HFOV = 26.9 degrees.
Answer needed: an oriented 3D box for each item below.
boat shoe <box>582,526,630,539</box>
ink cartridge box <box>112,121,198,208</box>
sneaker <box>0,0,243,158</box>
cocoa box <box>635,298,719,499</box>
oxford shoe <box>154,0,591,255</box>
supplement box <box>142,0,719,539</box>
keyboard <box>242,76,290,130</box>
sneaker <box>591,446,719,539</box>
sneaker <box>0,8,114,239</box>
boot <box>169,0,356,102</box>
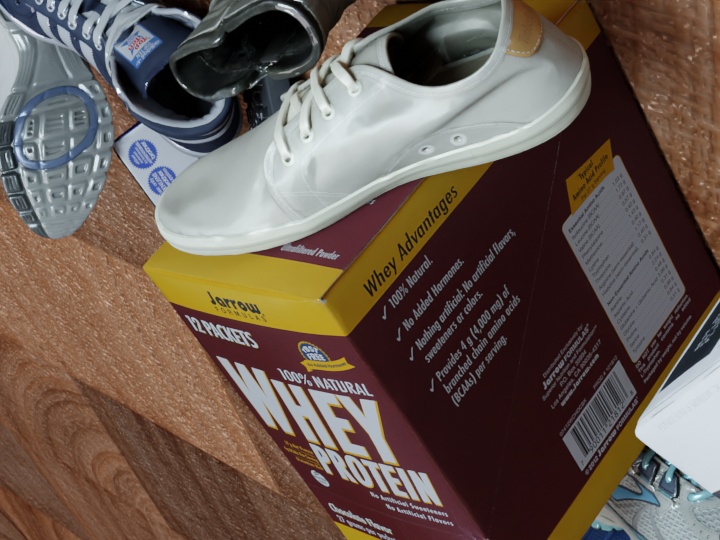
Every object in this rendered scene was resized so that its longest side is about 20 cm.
[{"bbox_3d":[0.131,0.173,0.956,0.199,0.072,0.073,30,161,46],"label":"boat shoe"},{"bbox_3d":[-0.090,-0.015,1.002,0.201,0.044,0.094,54,176,-10],"label":"ink cartridge box"},{"bbox_3d":[-0.146,-0.144,0.862,0.200,0.070,0.108,41,178,-4],"label":"sneaker"},{"bbox_3d":[0.205,0.000,0.463,0.131,0.200,0.134,38,155,4],"label":"cocoa box"},{"bbox_3d":[-0.005,-0.062,0.613,0.198,0.076,0.058,-19,133,25],"label":"oxford shoe"},{"bbox_3d":[0.045,0.010,0.721,0.132,0.198,0.201,9,140,49],"label":"supplement box"},{"bbox_3d":[-0.047,-0.028,0.855,0.104,0.039,0.202,130,129,-65],"label":"keyboard"},{"bbox_3d":[0.151,0.099,0.766,0.087,0.077,0.200,64,161,-16],"label":"sneaker"},{"bbox_3d":[-0.198,-0.120,0.956,0.087,0.074,0.203,170,96,-77],"label":"sneaker"},{"bbox_3d":[-0.048,-0.131,0.704,0.068,0.131,0.199,49,155,-18],"label":"boot"}]
